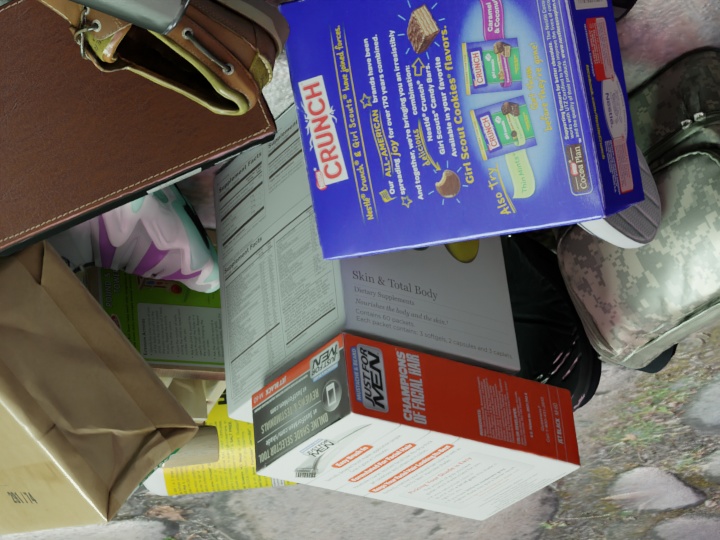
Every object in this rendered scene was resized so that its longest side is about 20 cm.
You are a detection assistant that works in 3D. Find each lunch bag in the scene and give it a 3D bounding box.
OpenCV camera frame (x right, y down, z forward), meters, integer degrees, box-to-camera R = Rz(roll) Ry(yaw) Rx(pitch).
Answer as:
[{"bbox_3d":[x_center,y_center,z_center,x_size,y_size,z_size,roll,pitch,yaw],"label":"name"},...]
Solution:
[{"bbox_3d":[0.240,-0.036,1.459,0.139,0.168,0.200,18,143,-36],"label":"lunch bag"}]

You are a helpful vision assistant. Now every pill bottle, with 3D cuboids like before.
[{"bbox_3d":[-0.132,0.136,1.755,0.199,0.113,0.113,-5,151,-2],"label":"pill bottle"}]

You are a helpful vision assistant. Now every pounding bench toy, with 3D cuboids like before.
[{"bbox_3d":[-0.167,0.090,1.574,0.124,0.201,0.156,4,149,-21],"label":"pounding bench toy"}]

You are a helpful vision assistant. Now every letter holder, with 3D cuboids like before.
[{"bbox_3d":[-0.172,-0.112,1.305,0.200,0.142,0.101,-24,-178,-3],"label":"letter holder"}]

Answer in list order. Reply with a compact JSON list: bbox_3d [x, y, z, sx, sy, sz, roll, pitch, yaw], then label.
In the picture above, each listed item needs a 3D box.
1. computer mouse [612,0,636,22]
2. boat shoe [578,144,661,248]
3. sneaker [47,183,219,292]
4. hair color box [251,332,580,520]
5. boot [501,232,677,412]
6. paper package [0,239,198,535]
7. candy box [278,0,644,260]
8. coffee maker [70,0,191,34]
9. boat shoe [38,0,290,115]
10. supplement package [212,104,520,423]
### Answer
[{"bbox_3d":[0.095,-0.172,1.327,0.140,0.046,0.200,8,152,-12],"label":"computer mouse"},{"bbox_3d":[0.124,-0.086,1.365,0.067,0.074,0.200,-9,134,49],"label":"boat shoe"},{"bbox_3d":[-0.195,-0.021,1.470,0.140,0.078,0.200,-33,136,5],"label":"sneaker"},{"bbox_3d":[0.038,0.109,1.378,0.200,0.064,0.111,15,145,-35],"label":"hair color box"},{"bbox_3d":[0.187,0.048,1.585,0.168,0.200,0.077,17,120,-31],"label":"boot"},{"bbox_3d":[-0.242,0.088,1.434,0.191,0.103,0.200,51,148,-13],"label":"paper package"},{"bbox_3d":[0.061,-0.105,1.255,0.199,0.170,0.077,-8,-175,30],"label":"candy box"},{"bbox_3d":[-0.174,-0.199,1.047,0.199,0.193,0.135,15,139,-21],"label":"coffee maker"},{"bbox_3d":[-0.144,-0.158,1.212,0.200,0.068,0.072,22,155,2],"label":"boat shoe"},{"bbox_3d":[0.000,0.000,1.446,0.151,0.201,0.151,15,144,-32],"label":"supplement package"}]
